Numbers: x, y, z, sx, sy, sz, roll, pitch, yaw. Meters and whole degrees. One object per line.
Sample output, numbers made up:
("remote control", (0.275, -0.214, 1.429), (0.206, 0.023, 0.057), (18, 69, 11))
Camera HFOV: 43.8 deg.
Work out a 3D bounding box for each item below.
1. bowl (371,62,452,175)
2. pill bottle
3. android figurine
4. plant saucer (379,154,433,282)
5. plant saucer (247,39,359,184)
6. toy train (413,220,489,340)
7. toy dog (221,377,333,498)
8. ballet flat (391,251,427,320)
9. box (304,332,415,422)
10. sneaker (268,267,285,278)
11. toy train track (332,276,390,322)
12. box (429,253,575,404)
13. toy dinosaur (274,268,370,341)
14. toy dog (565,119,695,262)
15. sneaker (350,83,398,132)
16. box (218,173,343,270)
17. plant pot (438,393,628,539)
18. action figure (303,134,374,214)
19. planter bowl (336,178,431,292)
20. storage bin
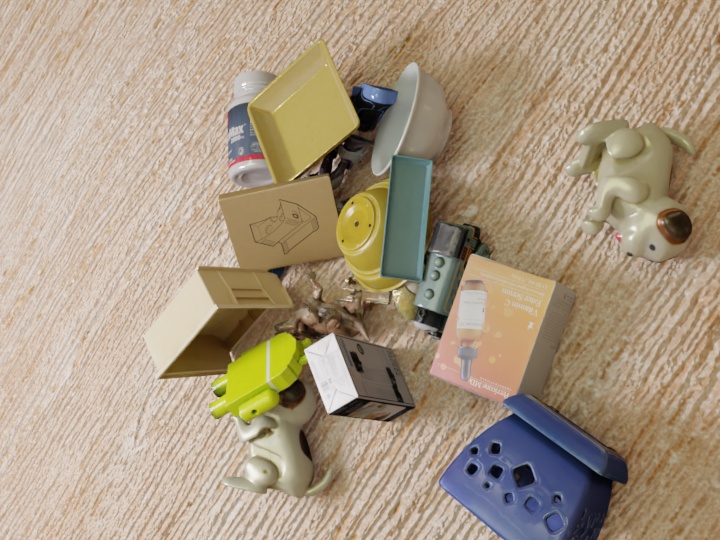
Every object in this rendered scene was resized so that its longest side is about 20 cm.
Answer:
("bowl", (0.097, -0.245, 1.526), (0.201, 0.090, 0.203), (-163, 90, -76))
("pill bottle", (-0.195, -0.269, 1.705), (0.119, 0.119, 0.202), (-12, 73, 27))
("android figurine", (-0.169, 0.178, 1.532), (0.199, 0.041, 0.182), (-30, 27, 9))
("plant saucer", (0.073, -0.083, 1.432), (0.069, 0.019, 0.202), (7, 81, -7))
("plant saucer", (-0.093, -0.269, 1.576), (0.200, 0.048, 0.201), (-36, 62, 26))
("toy train", (0.141, 0.012, 1.451), (0.085, 0.114, 0.201), (18, 88, 32))
("toy dog", (-0.138, 0.281, 1.540), (0.192, 0.139, 0.202), (5, 81, 22))
("ballet flat", (0.088, -0.020, 1.511), (0.070, 0.071, 0.202), (-10, 71, 28))
("box", (0.002, 0.175, 1.444), (0.060, 0.200, 0.117), (-32, 64, 20))
("sneaker", (-0.178, -0.054, 1.687), (0.082, 0.070, 0.201), (11, 87, 54))
("toy train track", (0.000, 0.000, 1.583), (0.114, 0.032, 0.202), (2, 79, 30))
("box", (0.221, 0.098, 1.390), (0.151, 0.106, 0.201), (18, 88, 31))
("toy dinosaur", (-0.052, 0.088, 1.545), (0.199, 0.136, 0.086), (18, 51, 24))
("toy dog", (0.411, -0.106, 1.319), (0.192, 0.140, 0.201), (-10, 68, -11))
("sneaker", (0.017, -0.282, 1.569), (0.070, 0.200, 0.079), (10, 97, -11))
("box", (-0.135, -0.080, 1.581), (0.198, 0.164, 0.021), (-10, 35, 4))
("plant pot", (0.261, 0.295, 1.275), (0.200, 0.200, 0.180), (35, 91, 32))
("action figure", (-0.057, -0.161, 1.625), (0.130, 0.069, 0.201), (41, 116, 31))
("planter bowl", (0.019, -0.070, 1.497), (0.200, 0.083, 0.202), (-17, 66, 44))
("storage bin", (-0.251, 0.093, 1.589), (0.200, 0.198, 0.094), (-47, 61, 28))
